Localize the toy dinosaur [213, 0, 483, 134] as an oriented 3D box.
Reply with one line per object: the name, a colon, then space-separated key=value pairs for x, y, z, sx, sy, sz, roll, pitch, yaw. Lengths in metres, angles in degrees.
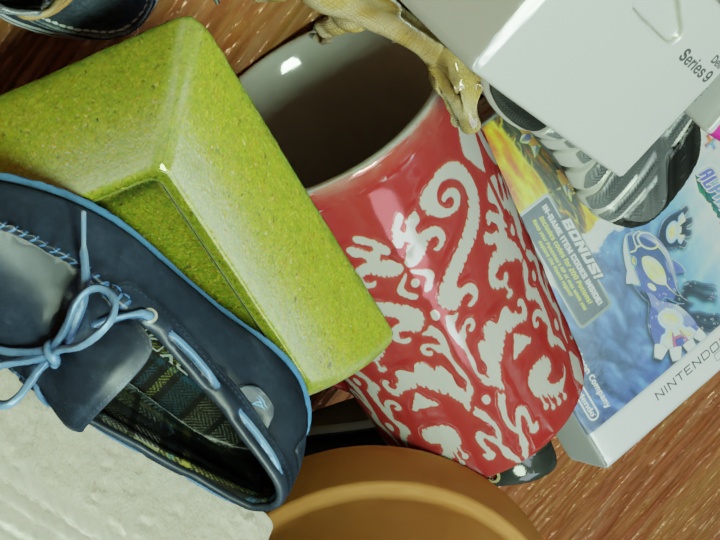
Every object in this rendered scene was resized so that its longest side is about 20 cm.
toy dinosaur: x=-0.026 y=-0.129 z=0.830 sx=0.199 sy=0.101 sz=0.058 roll=29 pitch=89 yaw=-27

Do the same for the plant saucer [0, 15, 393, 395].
plant saucer: x=-0.112 y=0.015 z=0.862 sx=0.199 sy=0.048 sz=0.200 roll=-21 pitch=129 yaw=14

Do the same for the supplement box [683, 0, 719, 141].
supplement box: x=0.148 y=-0.148 z=0.937 sx=0.104 sy=0.200 sz=0.101 roll=-51 pitch=146 yaw=13

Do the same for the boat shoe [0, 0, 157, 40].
boat shoe: x=-0.126 y=-0.121 z=0.776 sx=0.071 sy=0.091 sz=0.200 roll=-47 pitch=147 yaw=8

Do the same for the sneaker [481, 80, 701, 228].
sneaker: x=0.091 y=-0.100 z=1.008 sx=0.075 sy=0.115 sz=0.200 roll=-49 pitch=143 yaw=3

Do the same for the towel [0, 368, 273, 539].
towel: x=-0.140 y=0.110 z=0.821 sx=0.199 sy=0.034 sz=0.133 roll=36 pitch=64 yaw=-19

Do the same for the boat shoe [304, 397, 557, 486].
boat shoe: x=0.024 y=0.096 z=1.117 sx=0.201 sy=0.064 sz=0.073 roll=-12 pitch=-171 yaw=47

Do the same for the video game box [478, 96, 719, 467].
video game box: x=0.142 y=-0.027 z=1.097 sx=0.182 sy=0.047 sz=0.201 roll=-39 pitch=108 yaw=-20

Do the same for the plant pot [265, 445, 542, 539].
plant pot: x=0.009 y=0.198 z=0.926 sx=0.198 sy=0.140 sz=0.202 roll=-2 pitch=106 yaw=-6

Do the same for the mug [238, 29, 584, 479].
mug: x=0.008 y=-0.008 z=0.983 sx=0.134 sy=0.177 sz=0.201 roll=-50 pitch=128 yaw=-26

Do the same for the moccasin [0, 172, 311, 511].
moccasin: x=-0.096 y=0.028 z=0.797 sx=0.199 sy=0.068 sz=0.081 roll=28 pitch=124 yaw=-22

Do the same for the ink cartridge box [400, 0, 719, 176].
ink cartridge box: x=0.046 y=-0.146 z=0.830 sx=0.084 sy=0.200 sz=0.146 roll=-48 pitch=147 yaw=11
